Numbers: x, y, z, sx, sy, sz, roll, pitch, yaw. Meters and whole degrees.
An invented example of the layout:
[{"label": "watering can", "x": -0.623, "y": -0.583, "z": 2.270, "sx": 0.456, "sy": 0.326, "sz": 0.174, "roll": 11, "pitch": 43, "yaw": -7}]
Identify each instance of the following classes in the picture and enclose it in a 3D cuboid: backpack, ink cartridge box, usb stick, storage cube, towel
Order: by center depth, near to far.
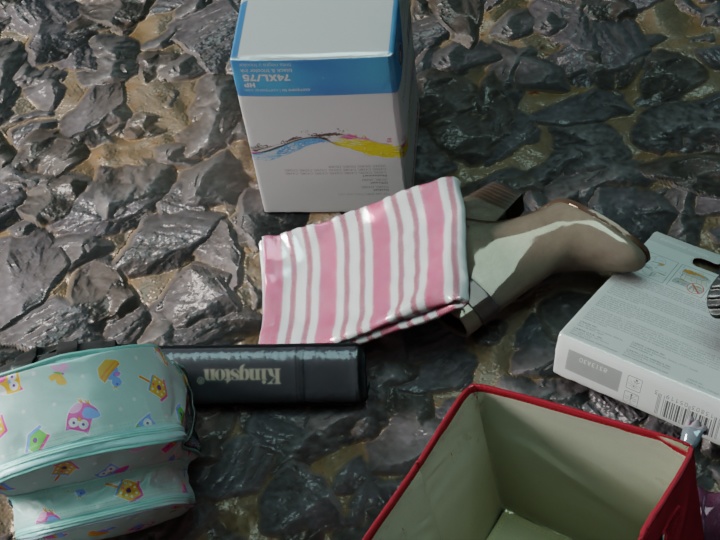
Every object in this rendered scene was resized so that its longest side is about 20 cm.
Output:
[{"label": "storage cube", "x": 0.127, "y": 0.214, "z": 1.082, "sx": 0.200, "sy": 0.180, "sz": 0.171, "roll": 13, "pitch": 48, "yaw": 31}, {"label": "backpack", "x": -0.213, "y": 0.131, "z": 1.199, "sx": 0.176, "sy": 0.200, "sz": 0.153, "roll": -12, "pitch": 71, "yaw": -4}, {"label": "usb stick", "x": -0.092, "y": 0.089, "z": 1.320, "sx": 0.200, "sy": 0.056, "sz": 0.033, "roll": -1, "pitch": 11, "yaw": 6}, {"label": "ink cartridge box", "x": 0.280, "y": 0.053, "z": 1.327, "sx": 0.161, "sy": 0.050, "sz": 0.200, "roll": 23, "pitch": 37, "yaw": 24}, {"label": "towel", "x": 0.000, "y": 0.000, "z": 1.359, "sx": 0.200, "sy": 0.030, "sz": 0.146, "roll": -19, "pitch": 47, "yaw": 18}, {"label": "ink cartridge box", "x": -0.026, "y": -0.172, "z": 1.438, "sx": 0.146, "sy": 0.200, "sz": 0.147, "roll": -1, "pitch": 49, "yaw": 8}]

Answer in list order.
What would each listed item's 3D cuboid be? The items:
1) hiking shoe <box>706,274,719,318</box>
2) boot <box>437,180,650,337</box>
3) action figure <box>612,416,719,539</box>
[{"label": "hiking shoe", "x": 0.366, "y": 0.071, "z": 1.241, "sx": 0.087, "sy": 0.074, "sz": 0.200, "roll": -26, "pitch": 82, "yaw": -46}, {"label": "boot", "x": 0.131, "y": 0.000, "z": 1.356, "sx": 0.200, "sy": 0.070, "sz": 0.146, "roll": 23, "pitch": 61, "yaw": 37}, {"label": "action figure", "x": 0.251, "y": 0.194, "z": 1.176, "sx": 0.200, "sy": 0.134, "sz": 0.149, "roll": 1, "pitch": 74, "yaw": 6}]
